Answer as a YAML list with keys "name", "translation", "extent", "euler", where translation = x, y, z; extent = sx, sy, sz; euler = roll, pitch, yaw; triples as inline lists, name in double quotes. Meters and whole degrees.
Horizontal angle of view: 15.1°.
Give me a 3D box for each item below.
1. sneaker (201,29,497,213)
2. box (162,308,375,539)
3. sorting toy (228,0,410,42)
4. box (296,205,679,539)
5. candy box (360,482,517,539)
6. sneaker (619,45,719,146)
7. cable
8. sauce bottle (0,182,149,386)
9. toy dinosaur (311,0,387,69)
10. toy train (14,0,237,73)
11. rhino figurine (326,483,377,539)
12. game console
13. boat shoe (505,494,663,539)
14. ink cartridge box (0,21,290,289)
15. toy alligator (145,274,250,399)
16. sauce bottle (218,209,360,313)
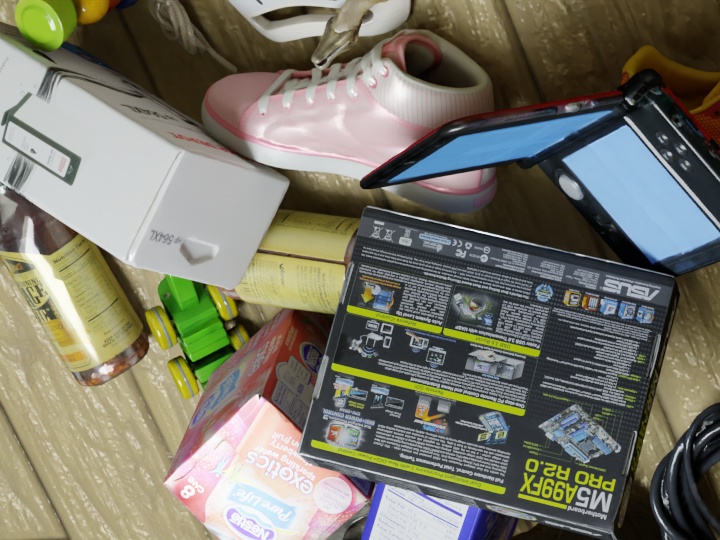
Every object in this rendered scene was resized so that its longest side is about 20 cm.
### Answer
- name: "sneaker"
  translation: [-0.004, -0.112, 1.696]
  extent: [0.199, 0.075, 0.105]
  euler: [18, 128, 18]
- name: "box"
  translation: [-0.050, 0.108, 1.784]
  extent: [0.095, 0.200, 0.103]
  euler: [-42, 100, 16]
- name: "sorting toy"
  translation: [-0.056, -0.210, 1.660]
  extent: [0.199, 0.107, 0.180]
  euler: [-2, 140, 34]
- name: "box"
  translation: [0.078, 0.061, 1.640]
  extent: [0.199, 0.161, 0.044]
  euler: [13, 170, 12]
- name: "candy box"
  translation: [0.060, 0.147, 1.777]
  extent: [0.077, 0.169, 0.201]
  euler: [25, 132, 10]
- name: "sneaker"
  translation: [0.235, -0.076, 1.564]
  extent: [0.199, 0.073, 0.077]
  euler: [16, 133, 23]
- name: "cable"
  translation: [0.275, 0.169, 1.736]
  extent: [0.163, 0.051, 0.201]
  euler: [-18, 110, 40]
- name: "sauce bottle"
  translation: [-0.221, -0.014, 1.917]
  extent: [0.066, 0.066, 0.201]
  euler: [-16, 111, 40]
- name: "toy dinosaur"
  translation: [0.038, -0.185, 1.608]
  extent: [0.199, 0.101, 0.059]
  euler: [-22, 69, 26]
- name: "toy train"
  translation: [-0.173, -0.175, 1.729]
  extent: [0.200, 0.116, 0.085]
  euler: [46, 135, -5]
- name: "rhino figurine"
  translation: [-0.010, 0.165, 1.895]
  extent: [0.060, 0.088, 0.200]
  euler: [36, 136, -6]
- name: "game console"
  translation: [0.116, -0.038, 1.564]
  extent: [0.173, 0.119, 0.200]
  euler: [49, 164, -4]
- name: "boat shoe"
  translation: [0.127, 0.198, 1.757]
  extent: [0.074, 0.199, 0.067]
  euler: [54, 133, 23]
- name: "ink cartridge box"
  translation: [-0.165, -0.077, 1.740]
  extent: [0.199, 0.146, 0.085]
  euler: [31, 98, 26]
- name: "toy alligator"
  translation: [-0.104, 0.066, 1.910]
  extent: [0.201, 0.059, 0.054]
  euler: [68, 171, -25]
- name: "sauce bottle"
  translation: [0.000, 0.000, 1.770]
  extent: [0.199, 0.066, 0.066]
  euler: [10, 127, 29]
